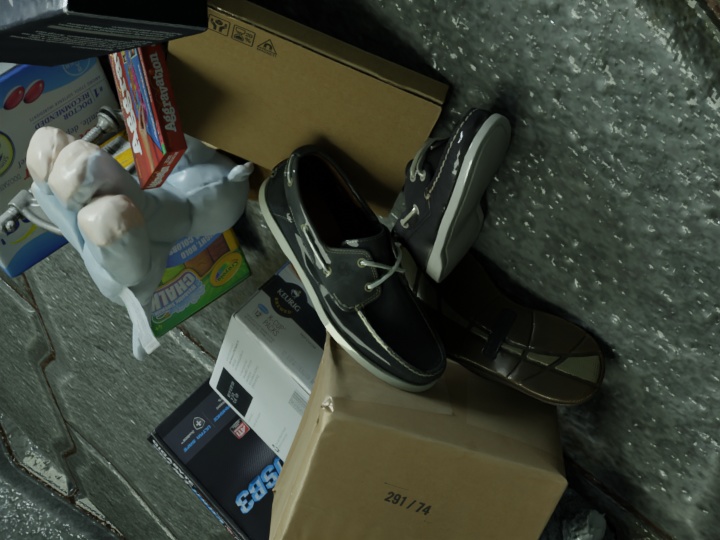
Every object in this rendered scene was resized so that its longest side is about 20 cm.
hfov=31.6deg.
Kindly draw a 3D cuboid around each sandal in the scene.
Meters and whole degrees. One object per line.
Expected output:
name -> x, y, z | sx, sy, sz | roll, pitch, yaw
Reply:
sandal -> 0.102, 0.043, 0.985 | 0.198, 0.082, 0.055 | 27, 171, 25

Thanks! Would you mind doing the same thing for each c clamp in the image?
c clamp -> -0.262, -0.097, 1.196 | 0.170, 0.200, 0.027 | 22, 146, 37

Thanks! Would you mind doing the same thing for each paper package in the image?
paper package -> 0.040, 0.167, 1.004 | 0.197, 0.104, 0.192 | 15, 124, -8

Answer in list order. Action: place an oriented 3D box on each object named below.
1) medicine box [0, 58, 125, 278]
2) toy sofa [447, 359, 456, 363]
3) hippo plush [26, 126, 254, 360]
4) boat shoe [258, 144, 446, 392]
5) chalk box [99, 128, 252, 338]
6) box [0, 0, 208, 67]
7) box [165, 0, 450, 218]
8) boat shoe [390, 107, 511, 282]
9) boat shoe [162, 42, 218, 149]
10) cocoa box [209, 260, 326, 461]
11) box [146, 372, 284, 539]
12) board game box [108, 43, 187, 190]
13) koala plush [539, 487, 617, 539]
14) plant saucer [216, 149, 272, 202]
medicine box -> -0.335, -0.132, 1.278 | 0.103, 0.181, 0.202 | 35, 154, 44
toy sofa -> 0.056, 0.157, 1.147 | 0.200, 0.082, 0.099 | 115, 147, -64
hippo plush -> -0.164, -0.059, 1.055 | 0.201, 0.160, 0.159 | 57, 161, -2
boat shoe -> 0.000, 0.000, 0.937 | 0.201, 0.072, 0.068 | 56, 141, 3
chalk box -> -0.200, -0.026, 1.276 | 0.124, 0.124, 0.202 | 35, 155, 49
box -> -0.206, -0.249, 0.849 | 0.198, 0.116, 0.200 | -1, 91, 44
box -> -0.049, -0.120, 0.929 | 0.198, 0.021, 0.164 | 22, 151, -3
boat shoe -> 0.058, -0.059, 0.895 | 0.060, 0.074, 0.200 | 37, 162, 11
boat shoe -> -0.139, -0.178, 0.985 | 0.071, 0.076, 0.202 | 10, 127, 34
cocoa box -> -0.043, 0.077, 1.179 | 0.133, 0.131, 0.200 | 44, 155, 7
box -> -0.082, 0.176, 1.307 | 0.199, 0.200, 0.050 | 48, 158, 0
board game box -> -0.171, -0.171, 0.950 | 0.103, 0.019, 0.203 | 147, 109, -68
koala plush -> 0.169, 0.275, 1.098 | 0.177, 0.182, 0.203 | 31, 133, 59
plant saucer -> -0.116, -0.129, 1.114 | 0.199, 0.035, 0.201 | 37, 153, 23
